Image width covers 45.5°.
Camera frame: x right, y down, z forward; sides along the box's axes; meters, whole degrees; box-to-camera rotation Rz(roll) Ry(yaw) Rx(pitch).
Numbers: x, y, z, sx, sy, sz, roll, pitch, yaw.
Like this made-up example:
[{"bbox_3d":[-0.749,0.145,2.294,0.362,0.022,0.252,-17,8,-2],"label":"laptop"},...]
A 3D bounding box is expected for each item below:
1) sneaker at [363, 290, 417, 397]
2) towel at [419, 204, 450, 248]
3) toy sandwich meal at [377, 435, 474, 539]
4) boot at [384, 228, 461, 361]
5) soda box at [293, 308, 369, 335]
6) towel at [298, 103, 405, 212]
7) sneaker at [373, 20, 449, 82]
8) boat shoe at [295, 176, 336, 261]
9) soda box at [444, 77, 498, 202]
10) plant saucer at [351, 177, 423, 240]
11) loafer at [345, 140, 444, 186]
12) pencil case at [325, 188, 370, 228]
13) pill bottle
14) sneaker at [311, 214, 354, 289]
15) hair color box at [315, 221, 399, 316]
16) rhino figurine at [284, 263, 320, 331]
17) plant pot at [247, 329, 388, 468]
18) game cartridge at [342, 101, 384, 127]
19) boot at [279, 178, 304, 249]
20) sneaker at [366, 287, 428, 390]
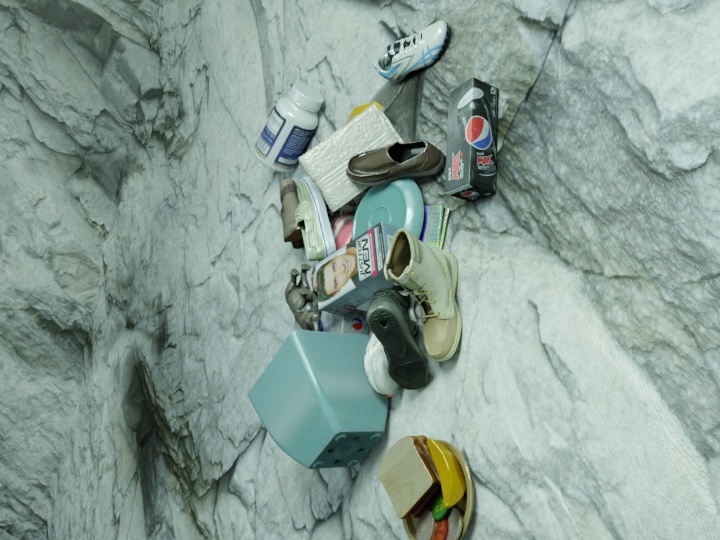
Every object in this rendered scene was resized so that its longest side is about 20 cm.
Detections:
[{"bbox_3d":[0.062,0.128,1.562,0.092,0.075,0.202,-19,63,48],"label":"sneaker"},{"bbox_3d":[0.091,-0.055,1.633,0.199,0.023,0.145,7,83,58],"label":"towel"},{"bbox_3d":[0.105,0.362,1.400,0.205,0.070,0.207,-28,55,50],"label":"toy sandwich meal"},{"bbox_3d":[0.103,0.042,1.444,0.072,0.154,0.202,-13,65,35],"label":"boot"},{"bbox_3d":[-0.062,0.119,1.762,0.199,0.068,0.064,-13,67,54],"label":"soda box"},{"bbox_3d":[-0.011,-0.225,1.706,0.199,0.133,0.034,-35,1,-2],"label":"towel"},{"bbox_3d":[0.101,-0.441,1.724,0.199,0.072,0.073,-26,55,50],"label":"sneaker"},{"bbox_3d":[-0.102,-0.109,1.766,0.072,0.061,0.201,104,151,-56],"label":"boat shoe"},{"bbox_3d":[0.195,-0.228,1.500,0.071,0.063,0.202,-19,63,53],"label":"soda box"},{"bbox_3d":[0.044,-0.091,1.657,0.199,0.027,0.202,-22,60,46],"label":"plant saucer"},{"bbox_3d":[0.058,-0.215,1.625,0.198,0.071,0.074,-8,57,23],"label":"loafer"},{"bbox_3d":[-0.042,-0.153,1.828,0.200,0.077,0.090,-42,26,42],"label":"pencil case"},{"bbox_3d":[-0.169,-0.347,2.074,0.201,0.110,0.111,-57,37,27],"label":"pill bottle"},{"bbox_3d":[-0.041,-0.014,1.775,0.087,0.073,0.202,28,102,56],"label":"sneaker"},{"bbox_3d":[0.000,0.000,1.609,0.199,0.060,0.100,-32,53,42],"label":"hair color box"},{"bbox_3d":[-0.109,0.074,1.731,0.200,0.059,0.088,-118,37,-53],"label":"rhino figurine"},{"bbox_3d":[-0.062,0.254,1.602,0.197,0.195,0.201,-54,46,31],"label":"plant pot"},{"bbox_3d":[-0.034,-0.259,1.809,0.201,0.032,0.176,-57,16,-4],"label":"game cartridge"},{"bbox_3d":[-0.153,-0.136,1.947,0.200,0.070,0.148,122,138,-75],"label":"boot"},{"bbox_3d":[0.069,0.111,1.498,0.076,0.200,0.115,-17,30,18],"label":"sneaker"}]
